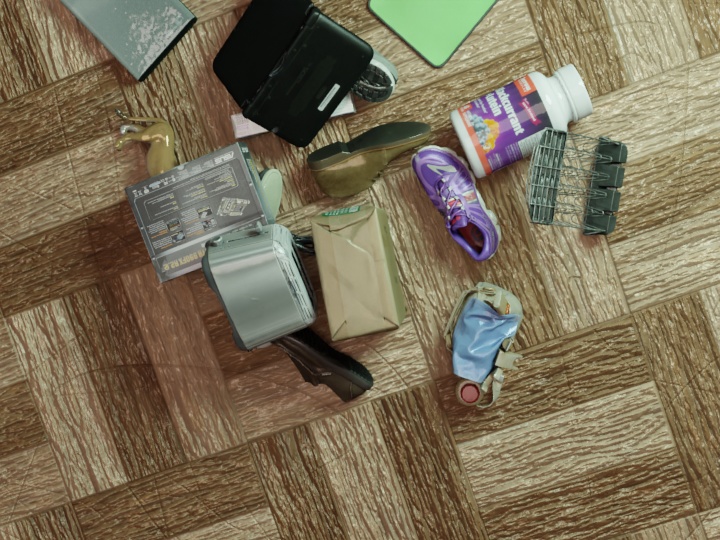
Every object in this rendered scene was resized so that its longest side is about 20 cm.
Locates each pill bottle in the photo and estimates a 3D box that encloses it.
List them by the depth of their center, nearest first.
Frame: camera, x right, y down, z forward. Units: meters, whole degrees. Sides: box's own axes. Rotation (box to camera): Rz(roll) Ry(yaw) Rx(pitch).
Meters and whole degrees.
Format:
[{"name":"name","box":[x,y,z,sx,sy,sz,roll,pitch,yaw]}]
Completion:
[{"name":"pill bottle","box":[0.244,-0.231,1.466,0.198,0.111,0.112,-25,91,8]}]

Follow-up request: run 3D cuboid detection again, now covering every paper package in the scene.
[{"name":"paper package","box":[0.000,0.000,1.471,0.102,0.200,0.193,-11,92,7]}]

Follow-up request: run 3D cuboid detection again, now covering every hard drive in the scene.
[{"name":"hard drive","box":[-0.379,-0.426,1.564,0.200,0.033,0.140,45,98,1]}]

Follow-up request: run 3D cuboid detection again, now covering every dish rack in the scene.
[{"name":"dish rack","box":[0.314,-0.132,1.437,0.198,0.054,0.155,4,96,-35]}]

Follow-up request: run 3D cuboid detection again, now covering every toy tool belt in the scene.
[{"name":"toy tool belt","box":[0.187,0.122,1.496,0.124,0.123,0.202,16,97,5]}]

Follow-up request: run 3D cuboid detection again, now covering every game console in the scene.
[{"name":"game console","box":[-0.105,-0.323,1.482,0.175,0.117,0.200,27,119,-26]}]

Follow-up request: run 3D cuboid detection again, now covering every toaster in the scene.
[{"name":"toaster","box":[-0.144,0.027,1.435,0.128,0.114,0.202,-18,114,6]}]

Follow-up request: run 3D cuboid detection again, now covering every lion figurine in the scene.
[{"name":"lion figurine","box":[-0.322,-0.176,1.560,0.121,0.072,0.202,-13,90,4]}]

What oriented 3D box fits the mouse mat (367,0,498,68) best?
[{"name":"mouse mat","box":[0.128,-0.441,1.516,0.161,0.008,0.200,42,99,2]}]

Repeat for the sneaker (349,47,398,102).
[{"name":"sneaker","box":[-0.029,-0.335,1.510,0.199,0.079,0.074,34,125,0]}]

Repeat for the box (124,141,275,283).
[{"name":"box","box":[-0.243,-0.089,1.493,0.198,0.048,0.160,-21,94,10]}]

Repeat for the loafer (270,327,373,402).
[{"name":"loafer","box":[-0.074,0.150,1.540,0.199,0.073,0.071,35,105,-12]}]

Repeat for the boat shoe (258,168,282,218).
[{"name":"boat shoe","box":[-0.185,-0.074,1.554,0.067,0.072,0.202,23,92,30]}]

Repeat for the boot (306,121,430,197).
[{"name":"boot","box":[0.021,-0.176,1.523,0.198,0.074,0.076,-18,117,8]}]

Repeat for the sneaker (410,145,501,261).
[{"name":"sneaker","box":[0.149,-0.103,1.485,0.080,0.083,0.201,-34,98,26]}]

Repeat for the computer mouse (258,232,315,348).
[{"name":"computer mouse","box":[-0.135,0.035,1.554,0.109,0.044,0.202,11,101,-24]}]

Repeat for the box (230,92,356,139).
[{"name":"box","box":[-0.107,-0.249,1.543,0.198,0.039,0.042,-13,95,8]}]
